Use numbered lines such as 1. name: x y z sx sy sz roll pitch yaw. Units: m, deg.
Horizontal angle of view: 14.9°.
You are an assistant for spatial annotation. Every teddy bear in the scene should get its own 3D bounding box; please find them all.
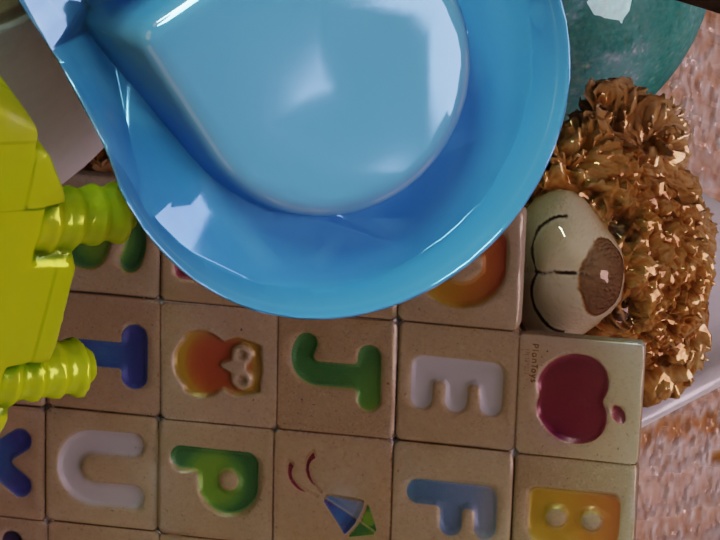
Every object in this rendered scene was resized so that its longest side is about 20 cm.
1. teddy bear: 0.000 0.000 0.771 0.067 0.199 0.145 61 44 -77

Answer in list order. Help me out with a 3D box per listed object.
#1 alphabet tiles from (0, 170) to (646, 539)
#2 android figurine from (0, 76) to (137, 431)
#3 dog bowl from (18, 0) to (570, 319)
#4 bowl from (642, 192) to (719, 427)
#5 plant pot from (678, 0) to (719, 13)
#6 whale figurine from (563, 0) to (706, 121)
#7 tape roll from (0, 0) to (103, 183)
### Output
1. alphabet tiles: -0.023 0.059 0.752 0.006 0.199 0.167 -44 137 -72
2. android figurine: -0.144 0.010 0.602 0.199 0.041 0.182 -2 126 -33
3. dog bowl: -0.034 -0.083 0.623 0.111 0.050 0.200 -36 111 -7
4. bowl: 0.045 0.021 0.887 0.201 0.201 0.091 -23 85 -53
5. plant pot: 0.090 -0.147 0.650 0.200 0.198 0.201 -11 114 -25
6. whale figurine: 0.064 -0.130 0.838 0.159 0.103 0.200 -92 -171 -54
7. tape roll: -0.115 -0.114 0.668 0.202 0.071 0.203 -22 116 -53
